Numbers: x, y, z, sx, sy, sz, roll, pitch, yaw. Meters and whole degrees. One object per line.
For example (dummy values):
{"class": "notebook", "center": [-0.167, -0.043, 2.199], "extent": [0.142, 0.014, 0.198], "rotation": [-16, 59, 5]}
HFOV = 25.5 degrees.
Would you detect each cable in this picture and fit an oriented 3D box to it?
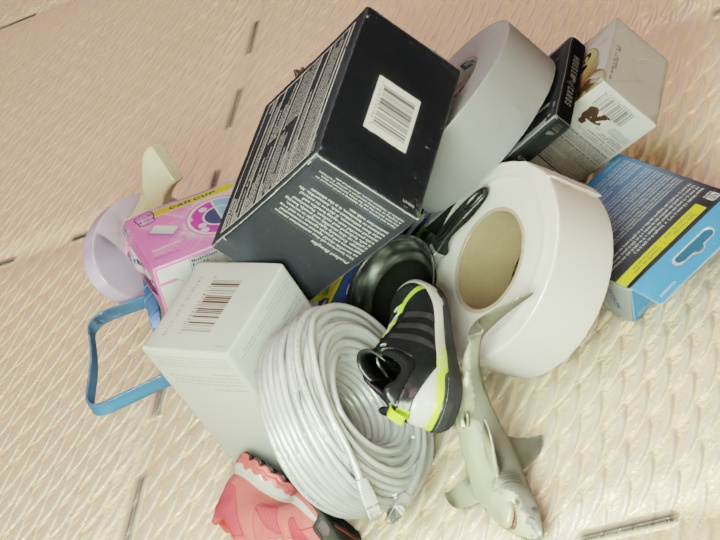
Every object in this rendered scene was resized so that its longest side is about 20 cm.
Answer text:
{"class": "cable", "center": [-0.010, 0.129, 1.460], "extent": [0.069, 0.200, 0.200], "rotation": [-30, 2, 30]}

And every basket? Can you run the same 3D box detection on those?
{"class": "basket", "center": [-0.206, 0.069, 1.727], "extent": [0.200, 0.139, 0.176], "rotation": [-19, 35, 5]}

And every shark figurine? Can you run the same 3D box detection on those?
{"class": "shark figurine", "center": [0.128, 0.136, 1.428], "extent": [0.089, 0.215, 0.128], "rotation": [-5, -10, -27]}

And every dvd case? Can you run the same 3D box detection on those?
{"class": "dvd case", "center": [0.148, -0.137, 1.627], "extent": [0.200, 0.025, 0.150], "rotation": [-41, 20, 37]}

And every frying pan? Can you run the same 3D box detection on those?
{"class": "frying pan", "center": [0.052, -0.012, 1.579], "extent": [0.115, 0.031, 0.190], "rotation": [33, 92, 49]}

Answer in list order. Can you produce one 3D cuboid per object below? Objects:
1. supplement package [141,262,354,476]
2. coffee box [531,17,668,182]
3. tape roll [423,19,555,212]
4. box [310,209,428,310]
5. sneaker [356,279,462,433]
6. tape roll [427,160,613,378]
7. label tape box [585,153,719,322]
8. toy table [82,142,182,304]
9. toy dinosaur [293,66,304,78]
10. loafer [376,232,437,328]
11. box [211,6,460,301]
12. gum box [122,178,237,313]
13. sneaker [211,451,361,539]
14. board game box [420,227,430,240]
{"class": "supplement package", "center": [-0.097, 0.100, 1.553], "extent": [0.117, 0.200, 0.117], "rotation": [1, 47, 38]}
{"class": "coffee box", "center": [0.218, -0.154, 1.657], "extent": [0.200, 0.080, 0.113], "rotation": [-38, 22, 42]}
{"class": "tape roll", "center": [0.107, -0.156, 1.609], "extent": [0.200, 0.066, 0.200], "rotation": [-48, 14, 16]}
{"class": "box", "center": [0.000, 0.000, 1.664], "extent": [0.070, 0.064, 0.200], "rotation": [-7, 54, 62]}
{"class": "sneaker", "center": [0.037, 0.069, 1.441], "extent": [0.083, 0.072, 0.200], "rotation": [9, 30, -14]}
{"class": "tape roll", "center": [0.149, -0.002, 1.519], "extent": [0.202, 0.071, 0.203], "rotation": [-36, 44, 45]}
{"class": "label tape box", "center": [0.278, -0.025, 1.538], "extent": [0.143, 0.066, 0.200], "rotation": [-43, 37, -14]}
{"class": "toy table", "center": [-0.223, -0.047, 1.852], "extent": [0.117, 0.184, 0.200], "rotation": [-30, 17, 35]}
{"class": "toy dinosaur", "center": [-0.015, -0.213, 1.982], "extent": [0.200, 0.086, 0.136], "rotation": [-28, 41, 16]}
{"class": "loafer", "center": [0.075, 0.029, 1.630], "extent": [0.070, 0.070, 0.200], "rotation": [13, 62, 40]}
{"class": "box", "center": [-0.022, -0.108, 1.527], "extent": [0.198, 0.123, 0.200], "rotation": [-35, 29, 48]}
{"class": "gum box", "center": [-0.143, -0.033, 1.666], "extent": [0.200, 0.066, 0.114], "rotation": [-22, 35, -12]}
{"class": "sneaker", "center": [-0.072, 0.245, 1.490], "extent": [0.087, 0.074, 0.200], "rotation": [-55, 35, -8]}
{"class": "board game box", "center": [0.095, -0.096, 1.785], "extent": [0.153, 0.040, 0.200], "rotation": [-13, 39, 25]}
